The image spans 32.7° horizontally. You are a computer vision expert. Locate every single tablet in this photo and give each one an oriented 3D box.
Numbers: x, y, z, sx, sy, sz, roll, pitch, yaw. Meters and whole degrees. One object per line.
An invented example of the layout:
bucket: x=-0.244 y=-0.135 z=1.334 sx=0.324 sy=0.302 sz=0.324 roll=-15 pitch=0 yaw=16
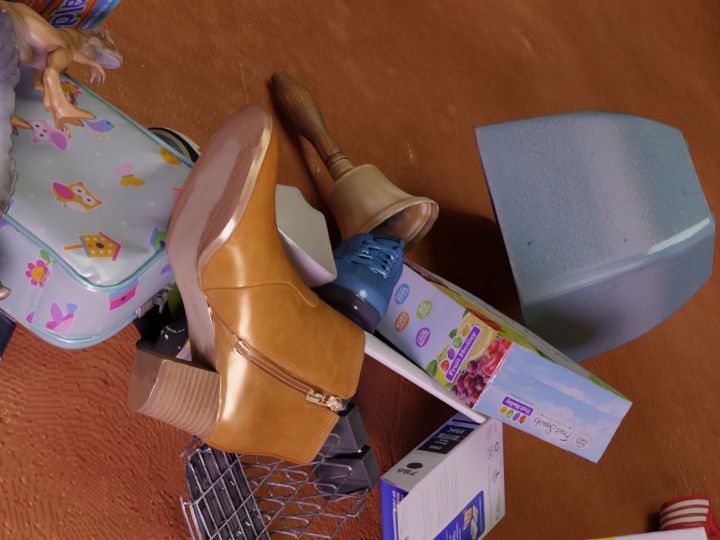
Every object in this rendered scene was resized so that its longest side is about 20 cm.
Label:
tablet: x=0.006 y=0.058 z=0.995 sx=0.199 sy=0.014 sz=0.130 roll=33 pitch=-1 yaw=-31

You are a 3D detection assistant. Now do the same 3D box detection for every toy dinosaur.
toy dinosaur: x=-0.206 y=-0.139 z=0.734 sx=0.200 sy=0.060 sz=0.108 roll=33 pitch=43 yaw=-74

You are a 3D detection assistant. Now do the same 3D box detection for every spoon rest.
spoon rest: x=-0.056 y=-0.030 z=0.873 sx=0.099 sy=0.061 sz=0.200 roll=43 pitch=-2 yaw=-4

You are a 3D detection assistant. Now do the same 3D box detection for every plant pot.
plant pot: x=0.237 y=-0.039 z=1.206 sx=0.196 sy=0.197 sz=0.199 roll=65 pitch=12 yaw=-61

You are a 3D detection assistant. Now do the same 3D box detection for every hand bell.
hand bell: x=-0.026 y=-0.104 z=1.111 sx=0.104 sy=0.104 sz=0.201 roll=-8 pitch=57 yaw=-53

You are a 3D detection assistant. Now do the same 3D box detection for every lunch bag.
lunch bag: x=-0.194 y=-0.049 z=0.789 sx=0.199 sy=0.077 sz=0.160 roll=37 pitch=38 yaw=7

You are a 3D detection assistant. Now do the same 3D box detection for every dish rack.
dish rack: x=-0.061 y=0.138 z=0.849 sx=0.200 sy=0.054 sz=0.155 roll=-45 pitch=121 yaw=-50

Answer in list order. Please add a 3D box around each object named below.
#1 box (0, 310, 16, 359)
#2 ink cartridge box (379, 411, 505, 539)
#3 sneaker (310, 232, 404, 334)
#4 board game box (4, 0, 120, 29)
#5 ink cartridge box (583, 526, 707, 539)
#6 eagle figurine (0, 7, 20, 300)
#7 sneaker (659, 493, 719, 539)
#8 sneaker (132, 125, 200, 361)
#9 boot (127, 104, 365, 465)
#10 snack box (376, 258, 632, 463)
box: x=-0.301 y=0.037 z=0.665 sx=0.200 sy=0.046 sz=0.160 roll=40 pitch=37 yaw=-25
ink cartridge box: x=0.060 y=0.188 z=0.971 sx=0.199 sy=0.039 sz=0.101 roll=-27 pitch=118 yaw=-58
sneaker: x=0.000 y=0.000 z=0.951 sx=0.066 sy=0.079 sz=0.200 roll=34 pitch=0 yaw=-1
board game box: x=-0.251 y=-0.169 z=0.797 sx=0.199 sy=0.152 sz=0.045 roll=-23 pitch=79 yaw=-55
ink cartridge box: x=0.180 y=0.287 z=0.939 sx=0.084 sy=0.197 sz=0.147 roll=83 pitch=0 yaw=-55
eagle figurine: x=-0.246 y=-0.059 z=0.637 sx=0.151 sy=0.150 sz=0.202 roll=11 pitch=51 yaw=-54
sneaker: x=0.391 y=0.305 z=1.301 sx=0.199 sy=0.078 sz=0.116 roll=39 pitch=39 yaw=-27
sneaker: x=-0.141 y=-0.018 z=0.885 sx=0.087 sy=0.073 sz=0.203 roll=11 pitch=60 yaw=-55
boot: x=-0.051 y=0.014 z=0.757 sx=0.143 sy=0.070 sz=0.204 roll=19 pitch=92 yaw=-37
snack box: x=0.106 y=0.069 z=1.043 sx=0.168 sy=0.068 sz=0.200 roll=27 pitch=8 yaw=-38
